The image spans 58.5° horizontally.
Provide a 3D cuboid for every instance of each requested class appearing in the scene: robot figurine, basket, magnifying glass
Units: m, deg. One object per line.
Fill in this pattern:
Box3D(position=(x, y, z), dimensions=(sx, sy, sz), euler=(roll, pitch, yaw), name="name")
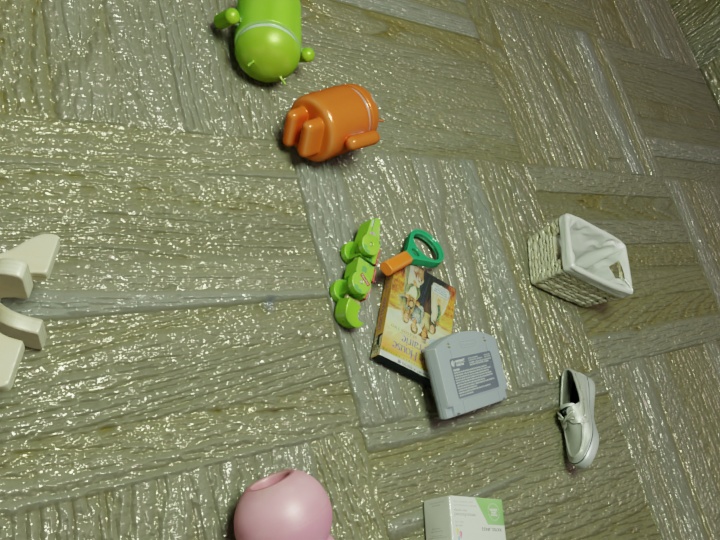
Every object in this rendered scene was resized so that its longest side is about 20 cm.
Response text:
Box3D(position=(-0.048, -0.264, 1.131), dimensions=(0.199, 0.143, 0.118), euler=(-30, 110, -41), name="robot figurine")
Box3D(position=(0.471, -0.013, 1.390), dimensions=(0.199, 0.123, 0.137), euler=(20, 58, -27), name="basket")
Box3D(position=(-0.161, -0.419, 1.122), dimensions=(0.174, 0.115, 0.202), euler=(17, 59, -35), name="robot figurine")
Box3D(position=(0.092, -0.027, 1.149), dimensions=(0.080, 0.022, 0.200), euler=(50, 31, 9), name="magnifying glass")

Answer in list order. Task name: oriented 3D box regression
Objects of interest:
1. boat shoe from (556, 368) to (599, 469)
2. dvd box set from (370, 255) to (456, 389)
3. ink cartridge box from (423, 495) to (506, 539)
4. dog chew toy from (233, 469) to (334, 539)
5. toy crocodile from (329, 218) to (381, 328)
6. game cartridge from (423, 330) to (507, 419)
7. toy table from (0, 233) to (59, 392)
Box3D(position=(0.413, 0.279, 1.239), dimensions=(0.065, 0.072, 0.201), euler=(31, 52, -15), name="boat shoe")
Box3D(position=(0.097, 0.090, 1.120), dimensions=(0.146, 0.029, 0.202), euler=(29, 53, -22), name="dvd box set")
Box3D(position=(0.163, 0.451, 0.966), dimensions=(0.116, 0.067, 0.202), euler=(15, 60, -31), name="ink cartridge box")
Box3D(position=(-0.080, 0.358, 0.801), dimensions=(0.124, 0.124, 0.202), euler=(-17, 87, -41), name="dog chew toy")
Box3D(position=(0.000, 0.000, 1.069), dimensions=(0.061, 0.067, 0.202), euler=(32, 54, -26), name="toy crocodile")
Box3D(position=(0.184, 0.173, 1.113), dimensions=(0.199, 0.041, 0.135), euler=(-1, 78, -49), name="game cartridge")
Box3D(position=(-0.409, 0.035, 0.688), dimensions=(0.116, 0.184, 0.202), euler=(11, 69, -13), name="toy table")
